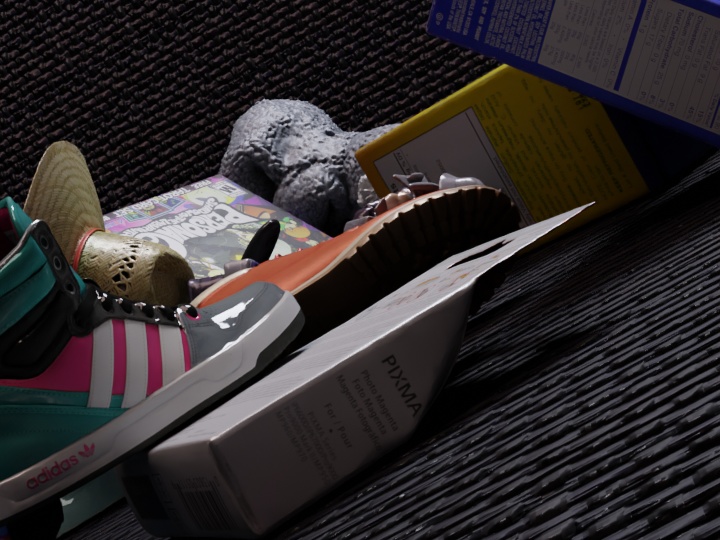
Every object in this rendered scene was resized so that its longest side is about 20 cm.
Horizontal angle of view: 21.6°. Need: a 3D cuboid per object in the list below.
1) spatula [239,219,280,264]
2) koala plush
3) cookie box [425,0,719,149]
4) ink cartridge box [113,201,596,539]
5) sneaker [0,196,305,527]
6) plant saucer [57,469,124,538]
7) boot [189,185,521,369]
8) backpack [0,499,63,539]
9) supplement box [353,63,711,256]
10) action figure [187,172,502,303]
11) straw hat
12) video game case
[{"bbox_3d":[-0.084,0.040,1.203,0.056,0.021,0.201,-32,-28,-43],"label":"spatula"},{"bbox_3d":[0.005,-0.062,1.489,0.199,0.185,0.177,-12,14,37],"label":"koala plush"},{"bbox_3d":[0.163,-0.144,1.020,0.171,0.199,0.076,-35,-36,-58],"label":"cookie box"},{"bbox_3d":[0.001,0.048,0.816,0.199,0.057,0.162,-26,2,-22],"label":"ink cartridge box"},{"bbox_3d":[-0.120,0.019,0.826,0.199,0.121,0.083,-31,5,-42],"label":"sneaker"},{"bbox_3d":[-0.196,0.140,1.171,0.199,0.036,0.200,-29,3,2],"label":"plant saucer"},{"bbox_3d":[-0.011,0.006,1.020,0.199,0.075,0.107,-30,25,-7],"label":"boot"},{"bbox_3d":[-0.243,0.135,0.869,0.199,0.127,0.167,-30,-1,-21],"label":"backpack"},{"bbox_3d":[0.115,-0.082,1.199,0.199,0.109,0.109,-26,5,39],"label":"supplement box"},{"bbox_3d":[0.000,0.000,1.123,0.199,0.070,0.130,-29,-27,16],"label":"action figure"},{"bbox_3d":[-0.144,0.022,1.141,0.084,0.203,0.201,4,8,6],"label":"straw hat"},{"bbox_3d":[-0.111,0.003,1.360,0.181,0.036,0.199,30,35,32],"label":"video game case"}]
